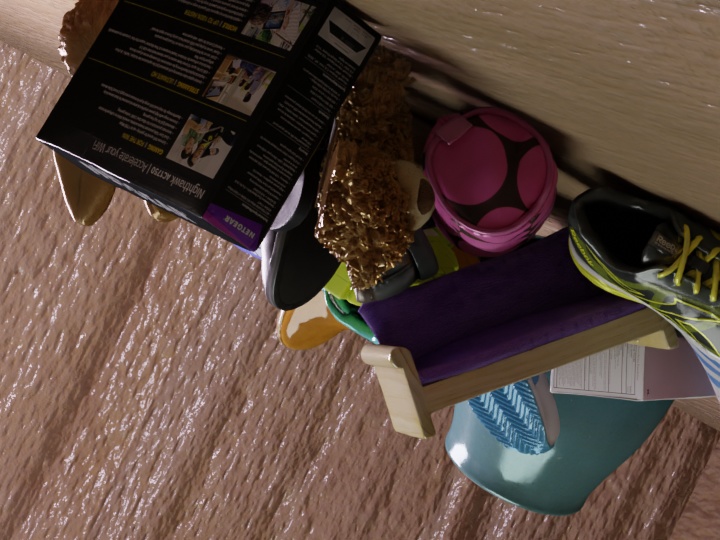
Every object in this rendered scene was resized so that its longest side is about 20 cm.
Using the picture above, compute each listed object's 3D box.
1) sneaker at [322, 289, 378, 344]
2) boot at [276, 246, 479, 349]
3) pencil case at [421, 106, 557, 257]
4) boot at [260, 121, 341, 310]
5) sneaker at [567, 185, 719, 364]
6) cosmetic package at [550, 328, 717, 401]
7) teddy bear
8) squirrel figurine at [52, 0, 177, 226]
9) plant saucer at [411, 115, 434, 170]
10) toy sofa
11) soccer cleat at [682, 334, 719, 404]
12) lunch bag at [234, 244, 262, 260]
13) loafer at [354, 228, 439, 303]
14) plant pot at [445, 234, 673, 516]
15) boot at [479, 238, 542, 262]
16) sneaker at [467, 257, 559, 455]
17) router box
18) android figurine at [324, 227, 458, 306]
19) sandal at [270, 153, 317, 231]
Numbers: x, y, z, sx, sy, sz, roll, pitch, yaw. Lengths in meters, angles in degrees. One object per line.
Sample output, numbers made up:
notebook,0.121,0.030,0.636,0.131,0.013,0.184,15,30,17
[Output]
sneaker,0.000,0.000,1.638,0.200,0.078,0.091,41,-158,31
boot,0.021,0.042,1.716,0.071,0.201,0.144,0,-130,-45
pencil case,0.078,-0.058,1.421,0.094,0.091,0.200,60,178,4
boot,-0.083,-0.087,1.481,0.174,0.200,0.069,19,-162,39
sneaker,0.212,0.008,1.394,0.200,0.074,0.085,24,173,23
cosmetic package,0.233,0.068,1.656,0.083,0.051,0.200,5,-177,38
teddy bear,0.011,-0.063,1.342,0.067,0.145,0.200,11,-176,-4
squirrel figurine,-0.145,-0.141,1.699,0.187,0.142,0.200,-20,-94,-58
plant saucer,0.052,-0.086,1.676,0.200,0.035,0.200,27,178,1
toy sofa,0.104,0.036,1.485,0.200,0.098,0.083,-19,-174,-13
soccer cleat,0.272,0.069,1.494,0.200,0.070,0.086,51,179,-20
lunch bag,-0.035,-0.058,1.848,0.200,0.124,0.170,10,-172,-40
loafer,-0.020,-0.069,1.501,0.200,0.063,0.072,58,175,20
plant pot,0.170,0.099,1.885,0.200,0.188,0.200,22,-160,-8
boot,0.215,0.008,1.671,0.165,0.066,0.200,-1,-178,-39
sneaker,0.116,0.050,1.751,0.081,0.200,0.077,-24,-178,-41
router box,-0.096,-0.110,1.323,0.051,0.149,0.200,35,174,-40
android figurine,-0.006,-0.036,1.585,0.182,0.041,0.200,2,-143,-44
sandal,-0.083,-0.102,1.387,0.045,0.075,0.200,4,-133,-39
